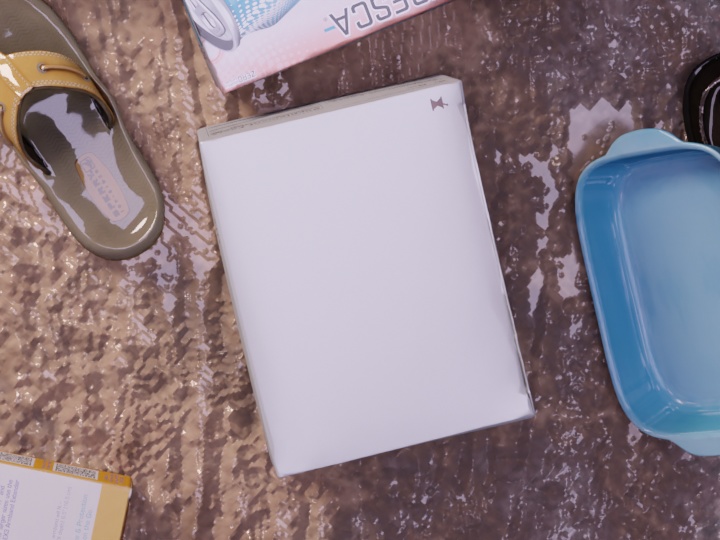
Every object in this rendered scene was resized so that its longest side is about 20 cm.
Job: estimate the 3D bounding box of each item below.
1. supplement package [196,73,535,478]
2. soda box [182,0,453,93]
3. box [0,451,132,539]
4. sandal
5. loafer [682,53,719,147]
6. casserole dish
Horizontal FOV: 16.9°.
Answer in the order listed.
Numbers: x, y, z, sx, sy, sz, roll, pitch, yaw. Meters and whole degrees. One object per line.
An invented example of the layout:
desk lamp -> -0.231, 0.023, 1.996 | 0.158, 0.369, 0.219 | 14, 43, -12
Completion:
supplement package -> 0.000, 0.000, 1.420 | 0.155, 0.111, 0.201 | -13, 97, -4
soda box -> -0.003, -0.172, 1.425 | 0.199, 0.064, 0.069 | -23, 98, -3
box -> -0.245, 0.164, 1.454 | 0.199, 0.041, 0.119 | 13, 95, -4
sandal -> -0.184, -0.091, 1.422 | 0.080, 0.054, 0.200 | -36, 98, 0
loafer -> 0.260, -0.040, 1.458 | 0.073, 0.071, 0.200 | -28, 98, -1
casserole dish -> 0.198, 0.010, 1.449 | 0.121, 0.039, 0.201 | -8, 98, 40
